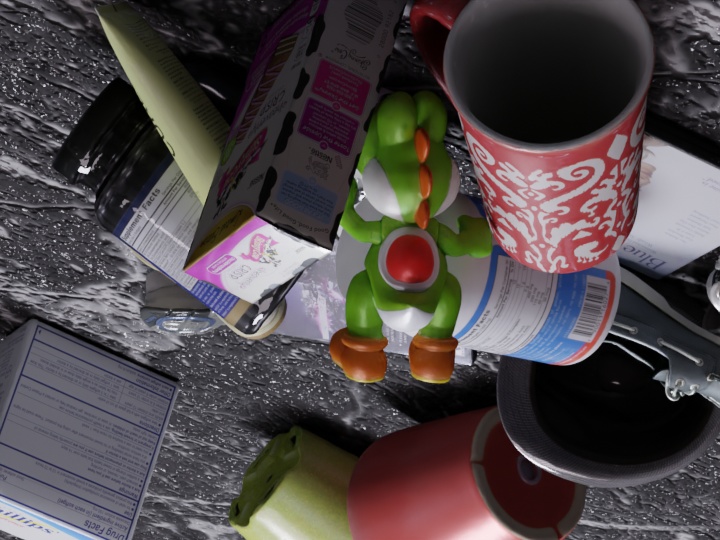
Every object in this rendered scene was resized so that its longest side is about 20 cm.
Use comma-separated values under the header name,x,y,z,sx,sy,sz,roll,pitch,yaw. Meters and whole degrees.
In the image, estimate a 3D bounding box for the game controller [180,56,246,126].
name,x,y,z,sx,sy,sz,roll,pitch,yaw
game controller,-0.125,-0.109,1.590,0.104,0.042,0.200,37,152,-10

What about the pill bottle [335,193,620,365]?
name,x,y,z,sx,sy,sz,roll,pitch,yaw
pill bottle,0.085,0.002,1.491,0.199,0.113,0.112,13,161,-31

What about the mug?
name,x,y,z,sx,sy,sz,roll,pitch,yaw
mug,0.124,-0.108,1.345,0.133,0.178,0.200,-20,152,-1

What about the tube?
name,x,y,z,sx,sy,sz,roll,pitch,yaw
tube,-0.124,-0.106,1.434,0.201,0.052,0.058,57,153,-5

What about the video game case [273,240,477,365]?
name,x,y,z,sx,sy,sz,roll,pitch,yaw
video game case,0.000,0.000,1.666,0.199,0.019,0.144,9,121,18

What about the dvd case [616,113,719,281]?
name,x,y,z,sx,sy,sz,roll,pitch,yaw
dvd case,0.215,-0.052,1.507,0.142,0.018,0.200,23,156,-16

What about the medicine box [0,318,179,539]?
name,x,y,z,sx,sy,sz,roll,pitch,yaw
medicine box,-0.315,0.183,2.130,0.181,0.201,0.103,26,154,-21

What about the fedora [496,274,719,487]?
name,x,y,z,sx,sy,sz,roll,pitch,yaw
fedora,0.208,0.088,1.679,0.198,0.178,0.090,1,-175,-2

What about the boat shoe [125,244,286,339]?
name,x,y,z,sx,sy,sz,roll,pitch,yaw
boat shoe,-0.143,-0.022,1.665,0.200,0.072,0.065,42,173,24

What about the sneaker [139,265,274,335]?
name,x,y,z,sx,sy,sz,roll,pitch,yaw
sneaker,-0.096,0.009,1.776,0.199,0.088,0.075,3,158,-15

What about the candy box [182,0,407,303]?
name,x,y,z,sx,sy,sz,roll,pitch,yaw
candy box,-0.045,-0.092,1.361,0.061,0.201,0.136,24,155,-18

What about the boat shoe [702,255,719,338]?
name,x,y,z,sx,sy,sz,roll,pitch,yaw
boat shoe,0.298,0.011,1.534,0.065,0.072,0.200,9,164,6

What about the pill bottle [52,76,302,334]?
name,x,y,z,sx,sy,sz,roll,pitch,yaw
pill bottle,-0.129,-0.052,1.516,0.200,0.112,0.112,38,154,-3

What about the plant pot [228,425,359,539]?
name,x,y,z,sx,sy,sz,roll,pitch,yaw
plant pot,-0.036,0.272,2.192,0.184,0.201,0.200,37,151,-15

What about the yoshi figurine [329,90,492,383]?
name,x,y,z,sx,sy,sz,roll,pitch,yaw
yoshi figurine,0.028,-0.031,1.369,0.112,0.201,0.112,18,-156,35

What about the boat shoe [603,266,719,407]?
name,x,y,z,sx,sy,sz,roll,pitch,yaw
boat shoe,0.248,0.074,1.590,0.200,0.062,0.073,37,158,3

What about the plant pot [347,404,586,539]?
name,x,y,z,sx,sy,sz,roll,pitch,yaw
plant pot,0.116,0.224,1.986,0.200,0.201,0.177,27,144,-23

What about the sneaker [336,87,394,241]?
name,x,y,z,sx,sy,sz,roll,pitch,yaw
sneaker,0.024,-0.068,1.525,0.088,0.074,0.200,15,157,8
